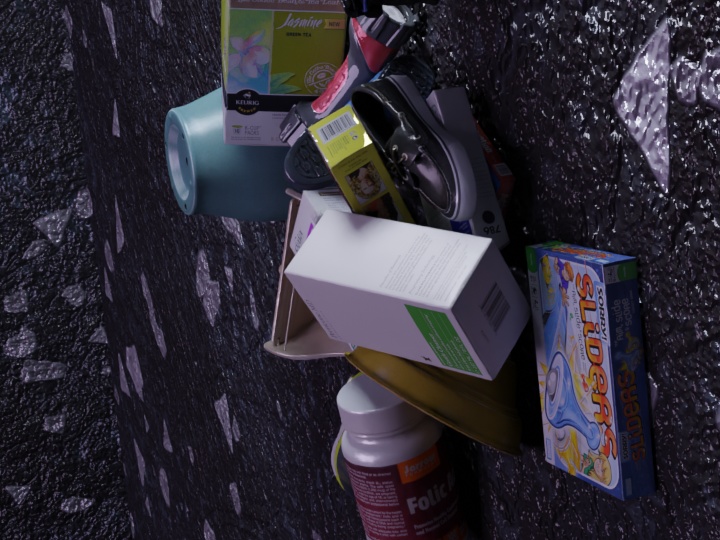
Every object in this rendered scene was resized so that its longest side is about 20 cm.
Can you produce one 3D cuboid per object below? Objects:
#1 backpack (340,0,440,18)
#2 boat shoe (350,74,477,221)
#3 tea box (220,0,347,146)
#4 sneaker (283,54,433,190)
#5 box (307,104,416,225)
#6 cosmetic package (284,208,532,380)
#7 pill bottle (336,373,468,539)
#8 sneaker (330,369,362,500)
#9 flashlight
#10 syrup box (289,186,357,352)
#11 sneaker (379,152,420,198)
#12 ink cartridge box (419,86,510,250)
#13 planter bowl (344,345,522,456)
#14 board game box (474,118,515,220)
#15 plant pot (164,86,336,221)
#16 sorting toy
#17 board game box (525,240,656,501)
[{"bbox_3d":[0.031,-0.360,1.289,0.184,0.146,0.201,-120,24,-45],"label":"backpack"},{"bbox_3d":[0.048,-0.113,1.337,0.201,0.056,0.069,-120,29,-44],"label":"boat shoe"},{"bbox_3d":[-0.091,-0.277,1.610,0.201,0.132,0.198,-99,11,-51],"label":"tea box"},{"bbox_3d":[-0.002,-0.136,1.448,0.066,0.200,0.079,43,155,7],"label":"sneaker"},{"bbox_3d":[0.018,-0.061,1.378,0.201,0.050,0.075,59,-178,-41],"label":"box"},{"bbox_3d":[0.042,0.019,1.295,0.199,0.085,0.108,10,146,41],"label":"cosmetic package"},{"bbox_3d":[0.044,0.214,1.542,0.114,0.113,0.202,35,144,62],"label":"pill bottle"},{"bbox_3d":[0.013,0.213,1.737,0.081,0.073,0.202,-128,32,-46],"label":"sneaker"},{"bbox_3d":[-0.019,-0.206,1.508,0.200,0.068,0.068,-48,32,33],"label":"flashlight"},{"bbox_3d":[0.000,0.000,1.522,0.201,0.081,0.079,56,141,42],"label":"syrup box"},{"bbox_3d":[0.035,-0.109,1.529,0.200,0.073,0.080,-133,28,-66],"label":"sneaker"},{"bbox_3d":[0.094,-0.065,1.370,0.099,0.039,0.202,138,121,-66],"label":"ink cartridge box"},{"bbox_3d":[0.089,0.094,1.386,0.084,0.199,0.200,-62,27,2],"label":"planter bowl"},{"bbox_3d":[0.107,-0.046,1.425,0.201,0.019,0.103,100,152,-43],"label":"board game box"},{"bbox_3d":[-0.144,-0.152,1.805,0.200,0.186,0.202,170,90,-70],"label":"plant pot"},{"bbox_3d":[-0.015,0.020,1.688,0.179,0.106,0.202,23,109,48],"label":"sorting toy"},{"bbox_3d":[0.196,0.082,1.225,0.135,0.034,0.202,-163,64,-68],"label":"board game box"}]
